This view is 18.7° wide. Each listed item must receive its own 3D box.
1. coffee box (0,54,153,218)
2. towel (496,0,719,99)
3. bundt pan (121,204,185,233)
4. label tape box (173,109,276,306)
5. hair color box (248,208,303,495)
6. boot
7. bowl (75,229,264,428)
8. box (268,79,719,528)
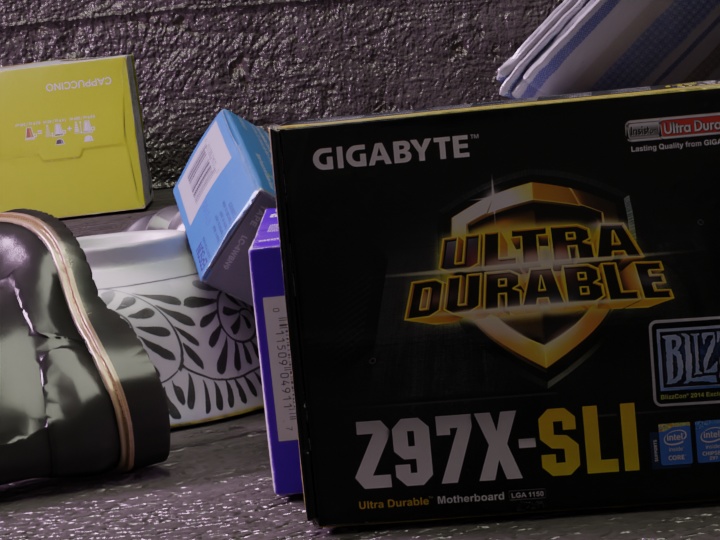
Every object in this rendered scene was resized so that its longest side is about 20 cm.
[{"bbox_3d":[-0.384,-0.174,2.853,0.199,0.201,0.198,-7,6,-2],"label":"coffee box"},{"bbox_3d":[0.178,-0.130,1.291,0.147,0.024,0.200,-46,-35,15],"label":"towel"},{"bbox_3d":[-0.081,-0.014,1.508,0.201,0.076,0.202,-12,-2,0],"label":"bundt pan"},{"bbox_3d":[0.000,0.000,1.224,0.200,0.066,0.143,30,12,-21],"label":"label tape box"},{"bbox_3d":[-0.013,0.030,1.015,0.064,0.110,0.200,-6,7,-1],"label":"hair color box"},{"bbox_3d":[-0.192,0.038,1.051,0.138,0.078,0.200,-14,30,-24],"label":"boot"},{"bbox_3d":[-0.134,0.029,1.212,0.200,0.095,0.201,-5,7,1],"label":"bowl"},{"bbox_3d":[0.071,0.012,0.855,0.199,0.160,0.049,-4,7,7],"label":"box"}]
